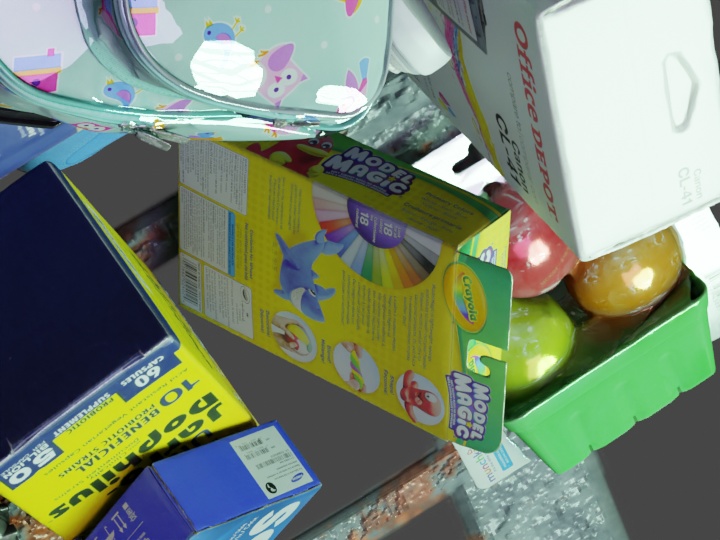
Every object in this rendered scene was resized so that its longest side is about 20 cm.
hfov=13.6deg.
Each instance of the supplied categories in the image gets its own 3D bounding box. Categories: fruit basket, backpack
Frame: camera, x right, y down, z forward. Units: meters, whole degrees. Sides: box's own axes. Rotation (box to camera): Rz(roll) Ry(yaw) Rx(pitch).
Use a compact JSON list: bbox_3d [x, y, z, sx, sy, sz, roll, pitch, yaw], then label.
[{"bbox_3d":[0.098,-0.003,1.595,0.185,0.094,0.200,-34,117,-4],"label":"fruit basket"},{"bbox_3d":[-0.083,-0.138,1.201,0.199,0.153,0.177,2,99,-26],"label":"backpack"}]

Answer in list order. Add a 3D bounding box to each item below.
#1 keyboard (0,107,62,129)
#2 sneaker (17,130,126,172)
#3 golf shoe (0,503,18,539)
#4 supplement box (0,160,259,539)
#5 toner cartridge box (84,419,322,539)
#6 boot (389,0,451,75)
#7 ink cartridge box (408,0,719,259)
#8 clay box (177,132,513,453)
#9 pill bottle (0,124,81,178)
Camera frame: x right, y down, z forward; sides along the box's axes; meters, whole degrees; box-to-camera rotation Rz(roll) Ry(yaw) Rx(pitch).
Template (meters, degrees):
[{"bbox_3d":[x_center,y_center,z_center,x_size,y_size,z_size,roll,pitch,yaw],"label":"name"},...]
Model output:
[{"bbox_3d":[-0.210,-0.132,1.286,0.199,0.021,0.128,8,82,4],"label":"keyboard"},{"bbox_3d":[-0.088,-0.109,1.406,0.200,0.079,0.066,-41,134,5],"label":"sneaker"},{"bbox_3d":[-0.216,0.151,1.504,0.088,0.077,0.200,-18,152,-12],"label":"golf shoe"},{"bbox_3d":[-0.134,0.048,1.420,0.109,0.110,0.200,-36,161,0],"label":"supplement box"},{"bbox_3d":[-0.110,0.157,1.478,0.095,0.043,0.200,-16,153,-48],"label":"toner cartridge box"},{"bbox_3d":[-0.052,-0.146,1.348,0.095,0.200,0.074,-40,173,9],"label":"boot"},{"bbox_3d":[0.079,-0.123,1.394,0.085,0.200,0.148,-24,130,-12],"label":"ink cartridge box"},{"bbox_3d":[0.000,0.000,1.453,0.048,0.199,0.115,-36,141,-41],"label":"clay box"},{"bbox_3d":[-0.220,-0.069,1.338,0.200,0.111,0.111,-31,132,-5],"label":"pill bottle"}]
